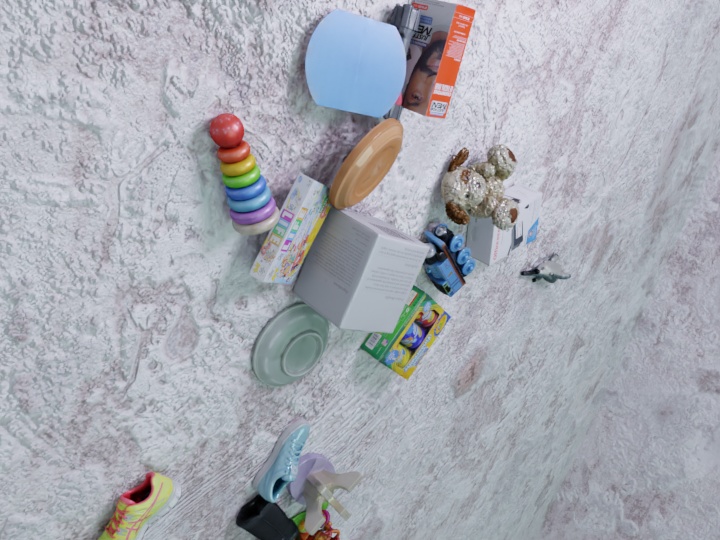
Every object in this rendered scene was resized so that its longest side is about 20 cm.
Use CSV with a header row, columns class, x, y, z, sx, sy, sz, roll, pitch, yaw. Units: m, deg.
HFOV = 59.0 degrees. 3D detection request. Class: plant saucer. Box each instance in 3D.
class,x,y,z,sx,sy,sz,roll,pitch,yaw
plant saucer,-0.133,0.166,1.343,0.200,0.050,0.201,-26,131,-34
plant saucer,0.017,-0.194,1.201,0.200,0.032,0.200,-47,168,-13

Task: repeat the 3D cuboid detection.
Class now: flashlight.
class,x,y,z,sx,sy,sz,roll,pitch,yaw
flashlight,0.065,-0.384,1.183,0.068,0.068,0.201,0,110,-43

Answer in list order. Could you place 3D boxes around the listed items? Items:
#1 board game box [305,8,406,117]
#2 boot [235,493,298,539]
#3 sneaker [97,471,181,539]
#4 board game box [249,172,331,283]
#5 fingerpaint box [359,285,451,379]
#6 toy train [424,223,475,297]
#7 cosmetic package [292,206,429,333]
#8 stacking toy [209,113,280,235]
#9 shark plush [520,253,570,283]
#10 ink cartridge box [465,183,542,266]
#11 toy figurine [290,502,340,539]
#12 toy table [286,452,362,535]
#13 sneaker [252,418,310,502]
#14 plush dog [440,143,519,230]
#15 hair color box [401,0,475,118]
class,x,y,z,sx,sy,sz,roll,pitch,yaw
board game box,-0.013,-0.360,1.115,0.199,0.039,0.159,3,105,-32
boot,-0.242,0.638,1.525,0.165,0.065,0.200,-50,145,-23
sneaker,-0.440,0.462,1.205,0.200,0.078,0.091,-48,132,-21
board game box,-0.120,-0.072,1.172,0.201,0.034,0.134,-62,165,6
fingerpaint box,0.116,0.152,1.577,0.200,0.073,0.167,-54,141,-4
toy train,0.208,-0.026,1.551,0.114,0.087,0.200,-45,140,-6
cosmetic package,0.000,0.000,1.280,0.164,0.165,0.201,12,106,-47
stacking toy,-0.194,-0.161,1.044,0.085,0.085,0.201,-33,131,-27
shark plush,0.572,0.018,1.982,0.199,0.091,0.083,-15,155,-46
ink cartridge box,0.375,-0.121,1.662,0.199,0.084,0.145,-27,132,-32
toy figurine,-0.098,0.720,1.640,0.200,0.184,0.150,-48,140,-13
toy table,-0.092,0.550,1.588,0.184,0.117,0.200,-52,140,-7
sneaker,-0.163,0.444,1.469,0.074,0.082,0.201,30,92,-52
plush dog,0.260,-0.190,1.481,0.171,0.160,0.201,2,86,-32
hair color box,0.131,-0.400,1.199,0.064,0.111,0.201,-7,119,-43
